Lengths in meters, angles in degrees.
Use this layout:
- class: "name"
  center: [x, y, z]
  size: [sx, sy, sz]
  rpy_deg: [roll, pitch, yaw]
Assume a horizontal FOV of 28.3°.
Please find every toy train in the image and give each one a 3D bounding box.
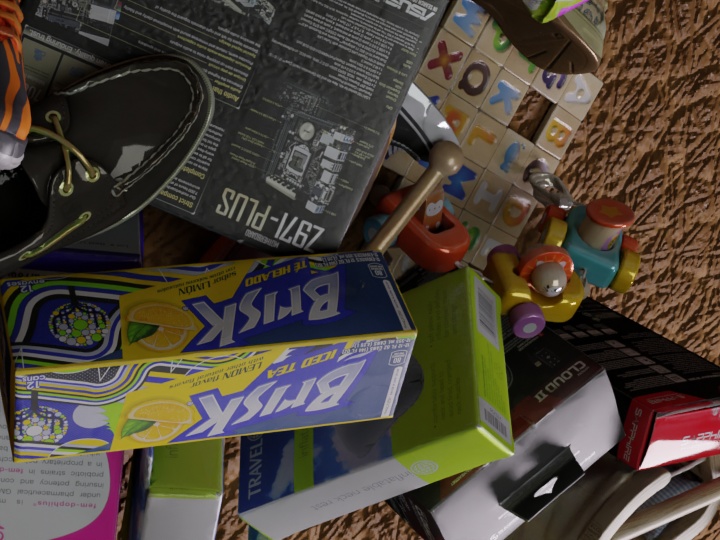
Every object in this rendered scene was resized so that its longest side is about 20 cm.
- class: "toy train"
  center: [0.107, -0.032, 0.963]
  size: [0.200, 0.150, 0.056]
  rpy_deg: [-16, 144, -40]

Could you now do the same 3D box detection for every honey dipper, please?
- class: "honey dipper"
  center: [0.000, 0.000, 0.897]
  size: [0.200, 0.038, 0.038]
  rpy_deg: [-52, 133, -6]

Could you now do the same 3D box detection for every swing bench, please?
- class: "swing bench"
  center: [0.166, 0.154, 1.074]
  size: [0.200, 0.199, 0.130]
  rpy_deg: [4, 109, -40]

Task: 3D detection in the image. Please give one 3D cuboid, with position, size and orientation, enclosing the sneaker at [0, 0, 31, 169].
- class: "sneaker"
  center: [-0.177, -0.127, 0.645]
  size: [0.077, 0.200, 0.112]
  rpy_deg: [22, 106, -35]

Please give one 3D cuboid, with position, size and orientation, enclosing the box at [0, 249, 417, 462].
- class: "box"
  center: [-0.077, 0.041, 0.718]
  size: [0.199, 0.064, 0.070]
  rpy_deg: [-5, 135, -20]

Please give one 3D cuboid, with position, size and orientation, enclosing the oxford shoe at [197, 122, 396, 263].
- class: "oxford shoe"
  center: [-0.037, -0.021, 0.865]
  size: [0.071, 0.073, 0.200]
  rpy_deg: [21, 120, -24]

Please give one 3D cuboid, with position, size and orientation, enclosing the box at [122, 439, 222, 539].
- class: "box"
  center: [-0.115, 0.137, 0.854]
  size: [0.047, 0.122, 0.200]
  rpy_deg: [5, 130, -11]

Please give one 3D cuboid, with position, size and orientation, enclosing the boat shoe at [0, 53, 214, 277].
- class: "boat shoe"
  center: [-0.157, -0.041, 0.686]
  size: [0.201, 0.061, 0.072]
  rpy_deg: [-34, 91, -5]

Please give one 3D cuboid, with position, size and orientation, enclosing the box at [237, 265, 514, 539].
- class: "box"
  center: [-0.003, 0.088, 0.895]
  size: [0.200, 0.122, 0.048]
  rpy_deg: [-24, 136, 26]

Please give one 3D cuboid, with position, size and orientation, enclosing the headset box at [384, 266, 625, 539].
- class: "headset box"
  center: [0.066, 0.094, 0.957]
  size: [0.149, 0.200, 0.077]
  rpy_deg: [-38, 134, -14]

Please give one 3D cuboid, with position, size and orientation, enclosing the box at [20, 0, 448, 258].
- class: "box"
  center: [-0.079, -0.113, 0.763]
  size: [0.199, 0.086, 0.164]
  rpy_deg: [22, 99, -11]

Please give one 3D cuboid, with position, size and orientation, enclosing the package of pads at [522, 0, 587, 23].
- class: "package of pads"
  center: [0.112, -0.260, 0.830]
  size: [0.154, 0.200, 0.068]
  rpy_deg: [-30, 171, -17]

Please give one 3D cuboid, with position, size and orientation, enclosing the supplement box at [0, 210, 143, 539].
- class: "supplement box"
  center: [-0.181, 0.064, 0.801]
  size: [0.101, 0.103, 0.201]
  rpy_deg: [5, 110, -11]

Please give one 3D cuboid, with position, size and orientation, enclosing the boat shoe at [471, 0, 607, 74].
- class: "boat shoe"
  center: [0.103, -0.205, 0.936]
  size: [0.200, 0.073, 0.063]
  rpy_deg: [42, 61, -48]

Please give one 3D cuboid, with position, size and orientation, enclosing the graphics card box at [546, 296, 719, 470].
- class: "graphics card box"
  center: [0.179, 0.074, 1.042]
  size: [0.125, 0.200, 0.051]
  rpy_deg: [-5, 115, -38]

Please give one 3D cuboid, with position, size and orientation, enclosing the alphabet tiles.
- class: "alphabet tiles"
  center: [0.078, -0.079, 1.016]
  size: [0.167, 0.008, 0.200]
  rpy_deg: [25, 95, -43]

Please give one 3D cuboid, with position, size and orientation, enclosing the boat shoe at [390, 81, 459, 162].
- class: "boat shoe"
  center: [-0.012, -0.111, 0.885]
  size: [0.068, 0.074, 0.199]
  rpy_deg: [-48, 140, 3]
